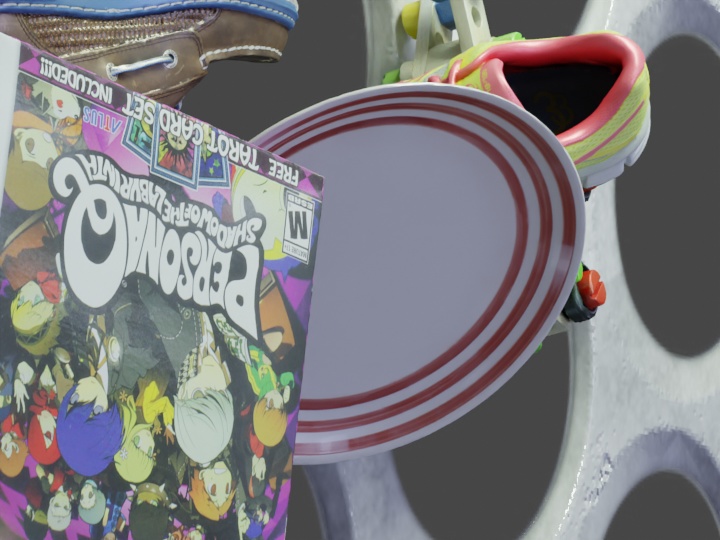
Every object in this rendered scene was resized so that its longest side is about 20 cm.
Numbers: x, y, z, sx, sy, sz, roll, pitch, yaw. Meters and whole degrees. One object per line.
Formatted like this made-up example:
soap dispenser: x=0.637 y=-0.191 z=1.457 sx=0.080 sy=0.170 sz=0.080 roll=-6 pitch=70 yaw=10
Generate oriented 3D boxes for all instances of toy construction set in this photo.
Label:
toy construction set: x=0.056 y=-0.037 z=1.316 sx=0.131 sy=0.092 sz=0.200 roll=37 pitch=60 yaw=-52

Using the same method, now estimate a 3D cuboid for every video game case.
video game case: x=-0.096 y=0.024 z=1.022 sx=0.200 sy=0.036 sz=0.182 roll=23 pitch=68 yaw=-47

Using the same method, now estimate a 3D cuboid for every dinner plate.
dinner plate: x=0.000 y=0.000 z=1.187 sx=0.200 sy=0.200 sz=0.024 roll=52 pitch=5 yaw=-45

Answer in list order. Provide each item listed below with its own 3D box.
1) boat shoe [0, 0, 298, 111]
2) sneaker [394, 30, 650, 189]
boat shoe: x=-0.103 y=-0.084 z=1.095 sx=0.200 sy=0.072 sz=0.073 roll=-1 pitch=96 yaw=-48
sneaker: x=0.037 y=-0.061 z=1.219 sx=0.090 sy=0.200 sz=0.078 roll=109 pitch=-42 yaw=-70
